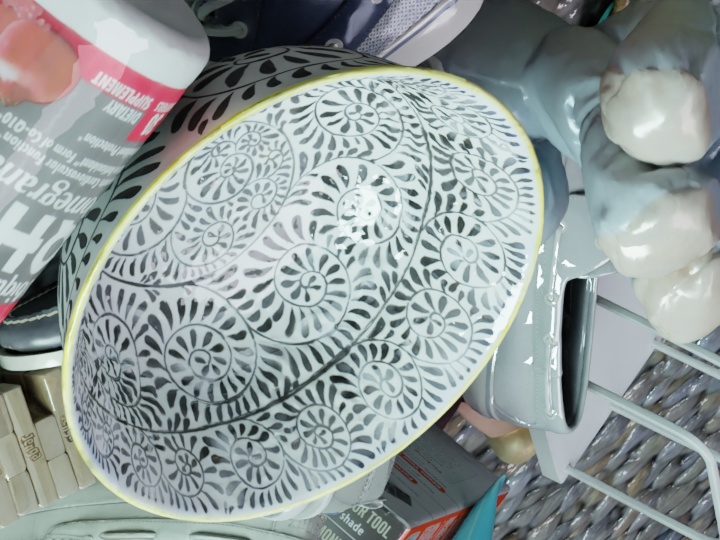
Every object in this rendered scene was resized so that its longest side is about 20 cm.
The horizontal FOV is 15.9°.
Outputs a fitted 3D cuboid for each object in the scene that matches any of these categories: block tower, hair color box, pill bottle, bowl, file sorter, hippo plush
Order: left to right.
[{"bbox_3d":[-0.151,-0.033,0.875,0.200,0.111,0.111,-50,154,11],"label":"pill bottle"},{"bbox_3d":[-0.140,0.067,1.089,0.199,0.054,0.058,-27,107,-35],"label":"block tower"},{"bbox_3d":[-0.039,-0.013,0.961,0.200,0.094,0.202,-22,135,-23],"label":"bowl"},{"bbox_3d":[-0.007,0.102,1.251,0.064,0.111,0.200,-52,167,9],"label":"hair color box"},{"bbox_3d":[0.087,-0.072,1.114,0.159,0.160,0.201,-9,101,-68],"label":"hippo plush"},{"bbox_3d":[0.192,0.029,1.402,0.200,0.124,0.139,-53,151,-19],"label":"file sorter"}]

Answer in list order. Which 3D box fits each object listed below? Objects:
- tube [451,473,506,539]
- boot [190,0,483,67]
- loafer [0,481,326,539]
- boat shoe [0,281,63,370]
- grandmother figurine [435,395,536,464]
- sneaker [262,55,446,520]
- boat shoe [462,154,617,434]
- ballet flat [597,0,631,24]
[{"bbox_3d":[0.027,0.192,1.215,0.078,0.050,0.201,120,-5,-55],"label":"tube"},{"bbox_3d":[-0.049,-0.089,1.018,0.200,0.073,0.090,-41,133,0],"label":"boot"},{"bbox_3d":[-0.106,0.123,1.140,0.199,0.070,0.070,-17,150,27],"label":"loafer"},{"bbox_3d":[-0.074,-0.022,1.098,0.199,0.073,0.063,-28,108,-21],"label":"boat shoe"},{"bbox_3d":[0.066,0.048,1.390,0.122,0.060,0.200,-67,157,-3],"label":"grandmother figurine"},{"bbox_3d":[0.001,0.007,1.078,0.082,0.075,0.201,13,96,-48],"label":"sneaker"},{"bbox_3d":[0.099,-0.013,1.275,0.072,0.068,0.201,-17,122,-61],"label":"boat shoe"},{"bbox_3d":[0.157,-0.129,1.240,0.068,0.072,0.201,-32,152,-28],"label":"ballet flat"}]
